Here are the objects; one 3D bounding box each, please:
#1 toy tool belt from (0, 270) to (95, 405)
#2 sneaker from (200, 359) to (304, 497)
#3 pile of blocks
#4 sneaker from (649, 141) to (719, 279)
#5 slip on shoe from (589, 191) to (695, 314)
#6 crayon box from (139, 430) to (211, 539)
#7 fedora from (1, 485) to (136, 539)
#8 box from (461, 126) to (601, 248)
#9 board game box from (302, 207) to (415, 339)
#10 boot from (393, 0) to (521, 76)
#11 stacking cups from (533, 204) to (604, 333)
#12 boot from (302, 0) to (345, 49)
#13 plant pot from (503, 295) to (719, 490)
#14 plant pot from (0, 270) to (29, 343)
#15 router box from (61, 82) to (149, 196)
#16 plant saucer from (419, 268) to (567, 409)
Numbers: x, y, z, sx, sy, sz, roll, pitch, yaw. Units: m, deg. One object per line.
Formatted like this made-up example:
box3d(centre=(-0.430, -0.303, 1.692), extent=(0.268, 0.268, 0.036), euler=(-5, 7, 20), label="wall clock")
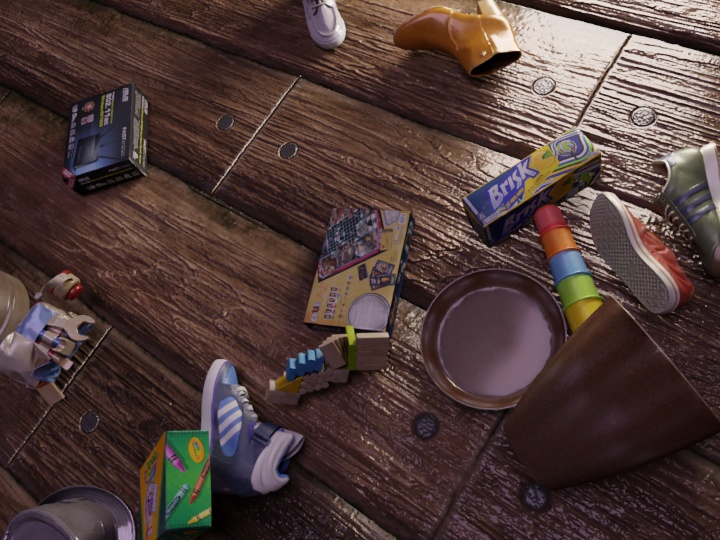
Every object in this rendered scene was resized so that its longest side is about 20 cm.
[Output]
box3d(centre=(-0.504, 0.114, 1.084), extent=(0.123, 0.125, 0.200), euler=(34, 81, -3), label="toy tool belt")
box3d(centre=(-0.151, 0.222, 0.927), extent=(0.146, 0.081, 0.201), euler=(-3, 58, 5), label="sneaker")
box3d(centre=(-0.052, 0.124, 0.931), extent=(0.199, 0.082, 0.062), euler=(-23, 31, 4), label="pile of blocks")
box3d(centre=(0.442, -0.078, 0.872), extent=(0.090, 0.067, 0.201), euler=(-5, 64, 25), label="sneaker")
box3d(centre=(0.376, -0.027, 0.872), extent=(0.061, 0.074, 0.200), euler=(-6, 51, -23), label="slip on shoe")
box3d(centre=(-0.250, 0.299, 0.856), extent=(0.058, 0.200, 0.119), euler=(5, 59, -26), label="crayon box")
box3d(centre=(-0.436, 0.398, 0.924), extent=(0.199, 0.090, 0.177), euler=(5, 68, 21), label="fedora")
box3d(centre=(0.252, -0.121, 0.948), extent=(0.200, 0.070, 0.064), euler=(-33, 57, 1), label="box")
box3d(centre=(0.000, 0.000, 0.997), extent=(0.135, 0.035, 0.201), euler=(5, 68, 21), label="board game box")
box3d(centre=(0.164, -0.386, 1.103), extent=(0.200, 0.071, 0.144), euler=(-14, 59, 6), label="boot")
box3d(centre=(0.283, 0.000, 0.889), extent=(0.060, 0.061, 0.201), euler=(-20, 59, 9), label="stacking cups")
box3d(centre=(-0.089, -0.525, 1.241), extent=(0.073, 0.096, 0.201), euler=(-24, 60, 7), label="boot")
box3d(centre=(0.277, 0.165, 0.760), extent=(0.200, 0.187, 0.187), euler=(-40, 59, 14), label="plant pot")
box3d(centre=(-0.732, 0.064, 1.137), extent=(0.199, 0.174, 0.201), euler=(-8, 63, 16), label="plant pot")
box3d(centre=(-0.502, -0.261, 1.276), extent=(0.149, 0.062, 0.201), euler=(-15, 62, 10), label="router box")
box3d(centre=(0.182, 0.095, 0.888), extent=(0.199, 0.032, 0.201), euler=(-9, 63, 19), label="plant saucer")
